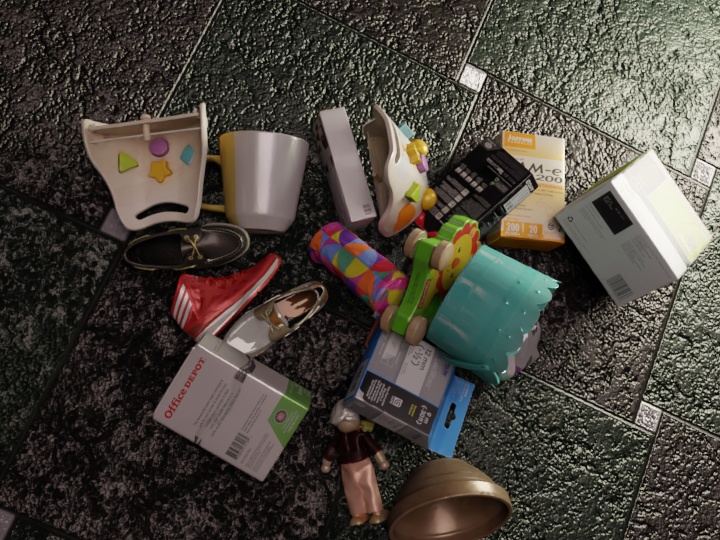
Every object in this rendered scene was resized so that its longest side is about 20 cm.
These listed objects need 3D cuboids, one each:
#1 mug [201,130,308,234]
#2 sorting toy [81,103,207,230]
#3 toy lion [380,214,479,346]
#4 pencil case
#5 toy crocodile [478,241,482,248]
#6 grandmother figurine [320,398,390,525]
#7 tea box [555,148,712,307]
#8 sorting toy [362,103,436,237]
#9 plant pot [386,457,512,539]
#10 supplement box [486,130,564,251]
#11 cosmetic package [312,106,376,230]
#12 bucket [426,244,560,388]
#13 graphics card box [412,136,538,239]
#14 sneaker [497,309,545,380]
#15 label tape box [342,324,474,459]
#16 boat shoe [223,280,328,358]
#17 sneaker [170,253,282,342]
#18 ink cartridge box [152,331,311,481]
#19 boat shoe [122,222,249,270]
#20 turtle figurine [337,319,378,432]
[{"bbox_3d":[-0.176,-0.140,1.426,0.149,0.186,0.153,5,86,-44],"label":"mug"},{"bbox_3d":[-0.330,-0.160,1.378,0.200,0.107,0.180,-7,84,4],"label":"sorting toy"},{"bbox_3d":[0.125,0.009,1.356,0.069,0.192,0.200,25,105,26],"label":"toy lion"},{"bbox_3d":[0.000,0.000,1.403,0.088,0.088,0.200,-35,52,-17],"label":"pencil case"},{"bbox_3d":[0.164,-0.018,1.493,0.067,0.062,0.200,40,74,2],"label":"toy crocodile"},{"bbox_3d":[-0.011,0.307,1.382,0.121,0.061,0.200,-11,89,14],"label":"grandmother figurine"},{"bbox_3d":[0.486,-0.078,1.504,0.197,0.134,0.200,-32,88,-44],"label":"tea box"},{"bbox_3d":[0.054,-0.186,1.417,0.107,0.180,0.200,-13,70,10],"label":"sorting toy"},{"bbox_3d":[0.136,0.366,1.365,0.201,0.201,0.093,-1,48,-13],"label":"plant pot"},{"bbox_3d":[0.300,-0.143,1.544,0.126,0.074,0.200,5,77,-12],"label":"supplement box"},{"bbox_3d":[-0.030,-0.173,1.474,0.051,0.083,0.200,-15,82,-12],"label":"cosmetic package"},{"bbox_3d":[0.204,0.068,1.332,0.135,0.207,0.207,32,73,12],"label":"bucket"},{"bbox_3d":[0.191,-0.125,1.471,0.200,0.051,0.125,-43,53,2],"label":"graphics card box"},{"bbox_3d":[0.262,0.080,1.492,0.140,0.078,0.200,-20,98,-19],"label":"sneaker"},{"bbox_3d":[0.091,0.193,1.366,0.200,0.066,0.143,28,61,-7],"label":"label tape box"},{"bbox_3d":[-0.142,0.079,1.404,0.200,0.068,0.075,-37,88,-16],"label":"boat shoe"},{"bbox_3d":[-0.229,0.020,1.394,0.116,0.078,0.200,43,72,-3],"label":"sneaker"},{"bbox_3d":[-0.199,0.211,1.332,0.200,0.084,0.146,32,99,-5],"label":"ink cartridge box"},{"bbox_3d":[-0.279,-0.033,1.364,0.201,0.061,0.072,-8,96,10],"label":"boat shoe"},{"bbox_3d":[0.058,0.188,1.429,0.161,0.064,0.200,18,75,-8],"label":"turtle figurine"}]
